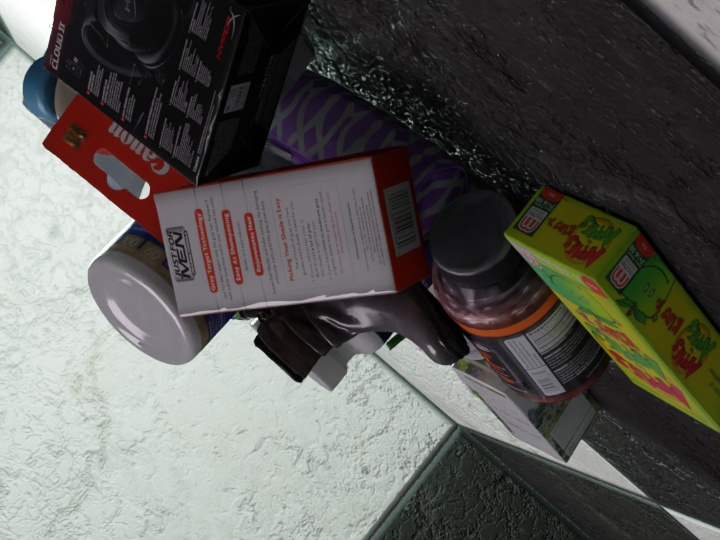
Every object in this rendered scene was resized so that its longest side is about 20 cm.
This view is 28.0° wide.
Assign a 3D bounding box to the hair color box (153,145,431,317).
[{"bbox_3d":[-0.053,-0.027,1.084,0.198,0.103,0.061,-6,-171,30],"label":"hair color box"}]

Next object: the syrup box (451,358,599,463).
[{"bbox_3d":[0.185,0.129,1.597,0.081,0.079,0.200,25,166,39],"label":"syrup box"}]

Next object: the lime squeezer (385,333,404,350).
[{"bbox_3d":[0.120,0.030,1.262,0.197,0.072,0.038,-3,-178,4],"label":"lime squeezer"}]

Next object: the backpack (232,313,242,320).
[{"bbox_3d":[-0.125,-0.064,1.578,0.183,0.147,0.201,40,-144,-14],"label":"backpack"}]

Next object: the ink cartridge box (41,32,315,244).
[{"bbox_3d":[-0.155,-0.146,1.174,0.162,0.201,0.057,37,176,18],"label":"ink cartridge box"}]

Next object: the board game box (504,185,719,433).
[{"bbox_3d":[0.195,0.030,1.028,0.200,0.048,0.101,45,172,-37],"label":"board game box"}]

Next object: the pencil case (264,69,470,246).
[{"bbox_3d":[-0.003,-0.092,1.175,0.199,0.085,0.085,33,139,35],"label":"pencil case"}]

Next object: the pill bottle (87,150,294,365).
[{"bbox_3d":[-0.131,-0.026,1.256,0.119,0.200,0.120,28,147,20],"label":"pill bottle"}]

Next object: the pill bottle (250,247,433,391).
[{"bbox_3d":[0.000,0.000,1.273,0.115,0.201,0.116,39,174,5],"label":"pill bottle"}]

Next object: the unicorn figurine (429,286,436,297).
[{"bbox_3d":[0.064,-0.001,1.387,0.137,0.074,0.200,35,149,-11],"label":"unicorn figurine"}]

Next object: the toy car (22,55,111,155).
[{"bbox_3d":[-0.170,-0.170,1.338,0.183,0.179,0.199,18,174,41],"label":"toy car"}]

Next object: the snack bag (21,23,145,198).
[{"bbox_3d":[-0.240,-0.192,1.429,0.021,0.202,0.189,4,152,34],"label":"snack bag"}]

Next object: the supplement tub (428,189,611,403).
[{"bbox_3d":[0.121,0.017,1.117,0.107,0.107,0.200,35,171,39],"label":"supplement tub"}]

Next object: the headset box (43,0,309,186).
[{"bbox_3d":[-0.149,-0.183,1.085,0.199,0.150,0.077,37,-145,25],"label":"headset box"}]

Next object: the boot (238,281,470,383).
[{"bbox_3d":[-0.009,0.045,1.156,0.200,0.132,0.070,45,180,44],"label":"boot"}]

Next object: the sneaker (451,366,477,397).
[{"bbox_3d":[0.132,0.098,1.640,0.200,0.074,0.087,38,-147,-52],"label":"sneaker"}]

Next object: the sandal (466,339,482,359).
[{"bbox_3d":[0.065,0.005,1.473,0.207,0.079,0.059,48,-161,-8],"label":"sandal"}]
